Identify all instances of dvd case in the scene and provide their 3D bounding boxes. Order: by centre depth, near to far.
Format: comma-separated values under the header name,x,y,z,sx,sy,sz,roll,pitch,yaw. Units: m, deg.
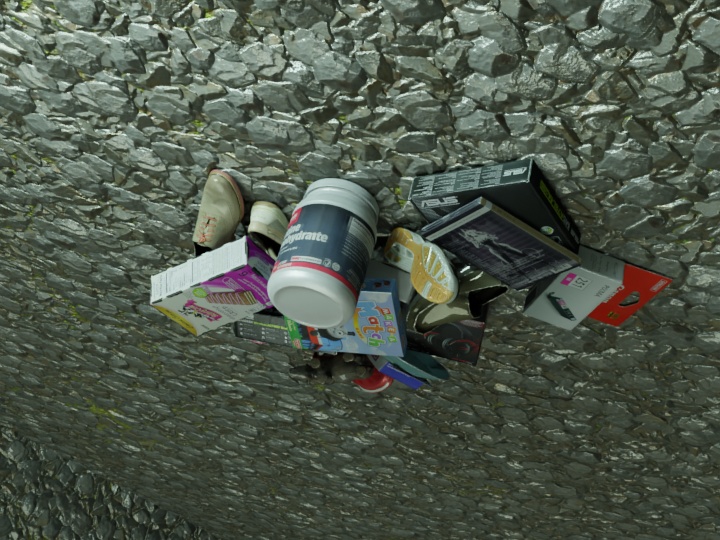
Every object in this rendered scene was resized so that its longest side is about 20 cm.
name,x,y,z,sx,sy,sz,roll,pitch,yaw
dvd case,0.210,-0.036,1.491,0.199,0.016,0.148,28,151,-23

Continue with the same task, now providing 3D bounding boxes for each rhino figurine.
name,x,y,z,sx,sy,sz,roll,pitch,yaw
rhino figurine,-0.061,0.195,1.953,0.198,0.061,0.087,-11,171,25

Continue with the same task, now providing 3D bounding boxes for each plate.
name,x,y,z,sx,sy,sz,roll,pitch,yaw
plate,0.078,0.156,1.865,0.199,0.026,0.200,31,-171,-5

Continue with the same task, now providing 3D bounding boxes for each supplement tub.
name,x,y,z,sx,sy,sz,roll,pitch,yaw
supplement tub,-0.053,-0.026,1.535,0.139,0.202,0.141,12,147,8

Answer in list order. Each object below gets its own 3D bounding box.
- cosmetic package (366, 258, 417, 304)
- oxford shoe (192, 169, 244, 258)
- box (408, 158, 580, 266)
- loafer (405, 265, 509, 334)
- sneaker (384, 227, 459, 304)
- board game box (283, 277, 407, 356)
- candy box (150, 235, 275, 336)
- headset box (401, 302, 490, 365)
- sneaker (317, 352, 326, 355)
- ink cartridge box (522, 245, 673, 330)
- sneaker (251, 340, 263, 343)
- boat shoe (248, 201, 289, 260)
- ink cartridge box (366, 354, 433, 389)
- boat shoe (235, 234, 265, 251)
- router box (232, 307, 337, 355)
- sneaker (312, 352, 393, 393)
name,x,y,z,sx,sy,sz,roll,pitch,yaw
cosmetic package,0.000,0.000,1.667,0.198,0.051,0.083,20,176,12
oxford shoe,-0.241,-0.075,1.654,0.070,0.075,0.201,21,135,13
box,0.201,-0.080,1.481,0.198,0.048,0.193,-5,148,33
loafer,0.159,0.048,1.619,0.199,0.070,0.075,-36,142,19
sneaker,0.117,-0.007,1.562,0.087,0.076,0.200,19,-162,-32
board game box,-0.030,0.073,1.643,0.198,0.037,0.152,2,134,16
candy box,-0.236,0.030,1.683,0.198,0.062,0.136,-21,143,22
headset box,0.150,0.080,1.763,0.147,0.076,0.201,13,152,8
sneaker,-0.042,0.125,1.918,0.089,0.071,0.200,-5,175,-3
ink cartridge box,0.380,0.044,1.615,0.172,0.044,0.200,20,152,-5
sneaker,-0.234,0.056,1.921,0.199,0.095,0.079,39,121,3
boat shoe,-0.133,-0.037,1.710,0.071,0.066,0.200,0,148,27
ink cartridge box,0.061,0.173,1.899,0.094,0.037,0.200,29,-173,-26
boat shoe,-0.197,-0.013,1.772,0.199,0.068,0.075,38,119,4
router box,-0.113,0.073,1.801,0.198,0.150,0.063,9,119,12
sneaker,-0.026,0.193,2.013,0.115,0.079,0.199,25,163,-36
